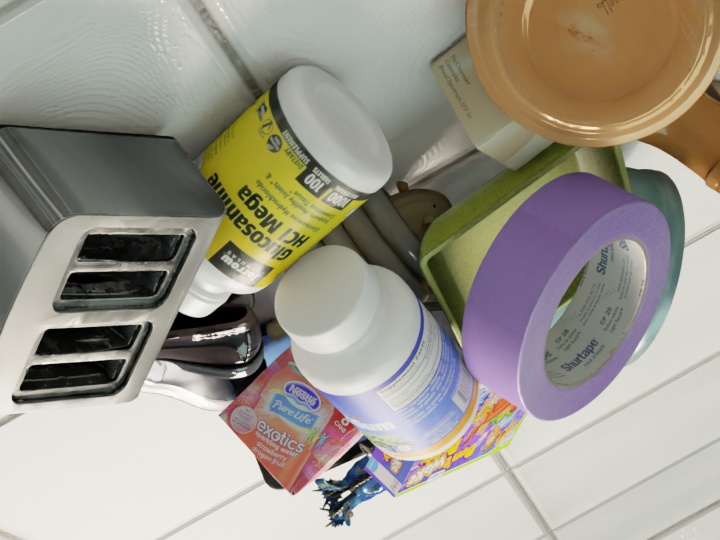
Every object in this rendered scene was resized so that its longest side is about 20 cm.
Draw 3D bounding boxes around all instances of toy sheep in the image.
[{"bbox_3d":[0.000,0.000,1.344,0.200,0.138,0.138,-41,154,4],"label":"toy sheep"}]

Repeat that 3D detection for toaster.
[{"bbox_3d":[-0.212,-0.005,1.083,0.199,0.119,0.182,0,126,-48],"label":"toaster"}]

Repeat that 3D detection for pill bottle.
[{"bbox_3d":[0.011,0.066,1.240,0.112,0.113,0.200,-32,138,9],"label":"pill bottle"},{"bbox_3d":[-0.080,-0.055,1.176,0.200,0.113,0.112,-40,153,24],"label":"pill bottle"}]

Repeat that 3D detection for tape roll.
[{"bbox_3d":[0.174,0.022,1.269,0.199,0.065,0.201,-31,137,-34],"label":"tape roll"}]

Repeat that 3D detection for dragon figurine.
[{"bbox_3d":[-0.007,0.223,1.554,0.099,0.059,0.200,-34,172,-2],"label":"dragon figurine"}]

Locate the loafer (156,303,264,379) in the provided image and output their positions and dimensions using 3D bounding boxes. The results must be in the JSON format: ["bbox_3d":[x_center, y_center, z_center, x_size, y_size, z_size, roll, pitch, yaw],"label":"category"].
[{"bbox_3d":[-0.177,0.041,1.257,0.198,0.072,0.063,7,137,3],"label":"loafer"}]

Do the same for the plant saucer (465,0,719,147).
[{"bbox_3d":[0.177,-0.186,1.130,0.198,0.032,0.202,1,115,2],"label":"plant saucer"}]

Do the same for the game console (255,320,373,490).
[{"bbox_3d":[-0.027,0.116,1.565,0.199,0.177,0.116,-22,-177,-12],"label":"game console"}]

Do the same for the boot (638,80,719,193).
[{"bbox_3d":[0.327,-0.110,1.437,0.199,0.155,0.074,-8,149,-37],"label":"boot"}]

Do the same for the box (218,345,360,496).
[{"bbox_3d":[-0.051,0.136,1.424,0.095,0.103,0.200,-43,174,2],"label":"box"}]

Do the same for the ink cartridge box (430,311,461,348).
[{"bbox_3d":[0.112,0.074,1.602,0.067,0.117,0.200,9,163,20],"label":"ink cartridge box"}]

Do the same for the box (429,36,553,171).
[{"bbox_3d":[0.166,-0.180,1.214,0.200,0.095,0.078,-39,153,18],"label":"box"}]

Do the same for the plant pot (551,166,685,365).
[{"bbox_3d":[0.209,-0.015,1.489,0.133,0.202,0.201,12,141,-17],"label":"plant pot"}]

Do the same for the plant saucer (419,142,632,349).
[{"bbox_3d":[0.144,-0.029,1.328,0.199,0.048,0.200,-36,145,-4],"label":"plant saucer"}]

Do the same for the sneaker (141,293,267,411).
[{"bbox_3d":[-0.124,0.059,1.387,0.146,0.077,0.202,-39,151,27],"label":"sneaker"}]

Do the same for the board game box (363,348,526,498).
[{"bbox_3d":[0.104,0.134,1.490,0.199,0.045,0.135,-15,138,-50],"label":"board game box"}]

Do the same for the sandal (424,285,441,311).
[{"bbox_3d":[0.062,0.012,1.448,0.198,0.055,0.082,4,180,20],"label":"sandal"}]
